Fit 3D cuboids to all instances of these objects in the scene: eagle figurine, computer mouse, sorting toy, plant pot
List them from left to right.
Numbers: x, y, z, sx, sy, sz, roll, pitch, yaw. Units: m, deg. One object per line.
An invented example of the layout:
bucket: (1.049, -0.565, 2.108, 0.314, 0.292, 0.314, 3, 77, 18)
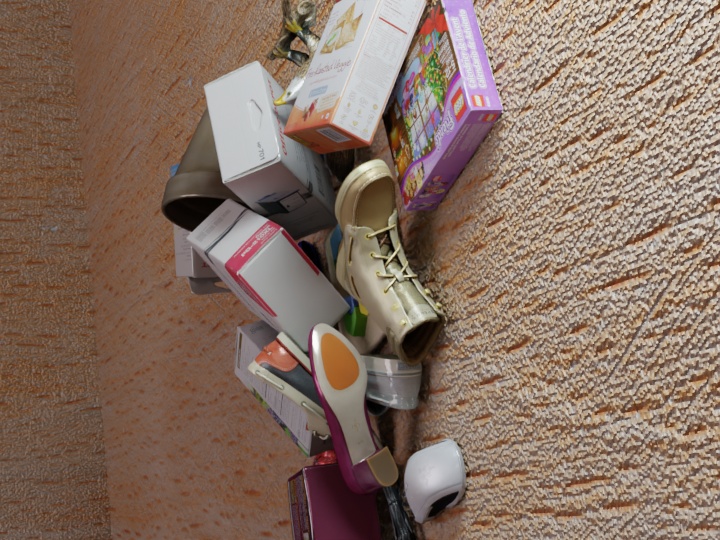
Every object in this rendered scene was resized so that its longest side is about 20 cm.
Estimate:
plant pot: (-0.169, -0.149, 1.893, 0.200, 0.198, 0.176, 146, 136, -66)
eagle figurine: (-0.036, -0.224, 1.622, 0.200, 0.151, 0.152, 47, -171, 16)
sorting toy: (0.000, 0.000, 1.636, 0.200, 0.036, 0.187, 130, 133, -61)
computer mouse: (0.062, 0.243, 1.496, 0.200, 0.043, 0.111, 123, 140, -57)

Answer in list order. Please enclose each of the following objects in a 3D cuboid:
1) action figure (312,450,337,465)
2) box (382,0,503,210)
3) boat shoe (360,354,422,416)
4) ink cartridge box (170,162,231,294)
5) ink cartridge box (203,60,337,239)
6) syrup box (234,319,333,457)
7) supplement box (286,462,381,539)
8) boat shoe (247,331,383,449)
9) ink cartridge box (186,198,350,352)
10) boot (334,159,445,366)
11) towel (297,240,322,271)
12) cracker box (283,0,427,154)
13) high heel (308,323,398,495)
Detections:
action figure: (-0.054, 0.307, 1.810, 0.065, 0.051, 0.203, -128, 42, -62)
box: (0.080, -0.171, 1.399, 0.200, 0.039, 0.138, 123, 139, -57)
boat shoe: (0.012, 0.135, 1.575, 0.200, 0.069, 0.073, 173, 97, -67)
ink cartridge box: (-0.217, -0.066, 2.070, 0.125, 0.127, 0.203, -179, 87, -69)
ink cartridge box: (-0.109, -0.147, 1.699, 0.200, 0.085, 0.148, 41, -148, -60)
syrup box: (-0.084, 0.146, 1.753, 0.200, 0.078, 0.082, 42, 135, 43)
supplement box: (-0.036, 0.301, 1.657, 0.200, 0.084, 0.112, 126, 137, -74)
boat shoe: (-0.049, 0.164, 1.613, 0.200, 0.063, 0.071, 47, 175, -10)
ink cartridge box: (-0.119, 0.002, 1.686, 0.145, 0.084, 0.200, 50, 170, -27)
boot: (0.034, -0.006, 1.448, 0.156, 0.072, 0.201, 54, 152, 35)
towel: (-0.084, 0.080, 1.851, 0.148, 0.049, 0.202, -116, 30, -47)
cracker box: (-0.004, -0.233, 1.465, 0.134, 0.057, 0.202, 0, 66, 65)
high heel: (-0.022, 0.160, 1.529, 0.202, 0.067, 0.096, 62, 151, 0)
